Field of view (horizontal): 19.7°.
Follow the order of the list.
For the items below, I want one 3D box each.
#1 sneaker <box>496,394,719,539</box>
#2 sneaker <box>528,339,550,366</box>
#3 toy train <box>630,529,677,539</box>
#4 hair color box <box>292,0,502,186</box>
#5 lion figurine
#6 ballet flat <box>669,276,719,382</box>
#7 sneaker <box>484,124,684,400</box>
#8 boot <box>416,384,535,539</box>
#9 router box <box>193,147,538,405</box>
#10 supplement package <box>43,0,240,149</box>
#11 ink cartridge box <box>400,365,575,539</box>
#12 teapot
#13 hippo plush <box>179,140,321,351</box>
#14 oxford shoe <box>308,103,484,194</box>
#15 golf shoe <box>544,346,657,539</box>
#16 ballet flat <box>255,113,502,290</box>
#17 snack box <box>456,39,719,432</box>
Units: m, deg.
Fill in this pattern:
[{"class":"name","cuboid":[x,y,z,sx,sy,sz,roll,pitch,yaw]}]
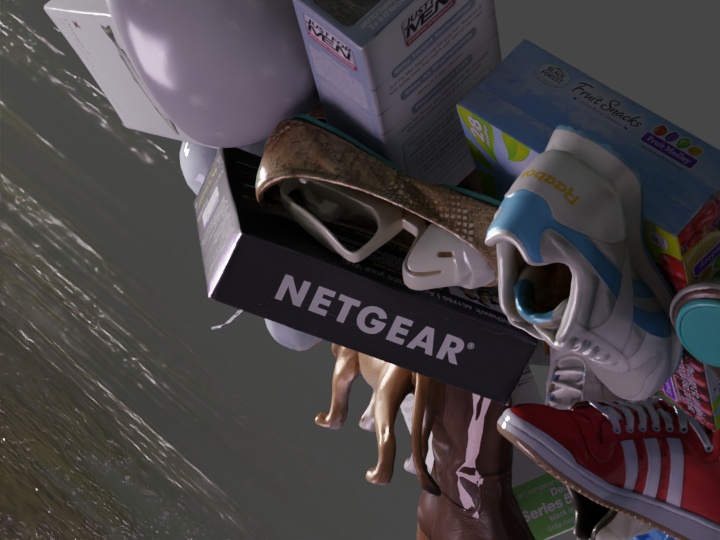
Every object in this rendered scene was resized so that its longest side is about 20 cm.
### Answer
[{"class":"sneaker","cuboid":[0.182,0.096,1.286,0.200,0.113,0.071,26,-170,-31]},{"class":"sneaker","cuboid":[0.083,-0.009,1.447,0.200,0.078,0.077,41,-169,8]},{"class":"toy train","cuboid":[0.239,0.180,1.469,0.114,0.087,0.200,41,165,-14]},{"class":"hair color box","cuboid":[0.029,-0.119,1.235,0.061,0.099,0.200,40,163,25]},{"class":"lion figurine","cuboid":[0.020,0.061,1.361,0.072,0.123,0.200,9,-167,-29]},{"class":"ballet flat","cuboid":[0.222,0.038,1.152,0.067,0.064,0.200,4,152,30]},{"class":"sneaker","cuboid":[0.117,0.012,1.117,0.076,0.081,0.200,27,157,38]},{"class":"boot","cuboid":[0.095,0.129,1.375,0.186,0.064,0.200,31,125,48]},{"class":"router box","cuboid":[0.000,0.000,1.284,0.200,0.051,0.149,20,-160,-16]},{"class":"supplement package","cuboid":[-0.118,-0.170,1.468,0.117,0.117,0.200,57,162,-23]},{"class":"ink cartridge box","cuboid":[0.084,0.108,1.546,0.146,0.084,0.200,145,104,-81]},{"class":"teapot","cuboid":[-0.062,-0.181,1.255,0.198,0.146,0.200,68,-163,-3]},{"class":"hippo plush","cuboid":[-0.069,-0.042,1.564,0.161,0.200,0.159,47,145,28]},{"class":"oxford shoe","cuboid":[0.041,-0.066,1.373,0.200,0.084,0.073,32,157,38]},{"class":"golf shoe","cuboid":[0.152,0.084,1.349,0.078,0.097,0.200,-12,100,48]},{"class":"ballet flat","cuboid":[0.025,-0.024,1.206,0.200,0.065,0.071,23,157,21]},{"class":"snack box","cuboid":[0.153,-0.019,1.215,0.169,0.068,0.200,35,159,33]}]
